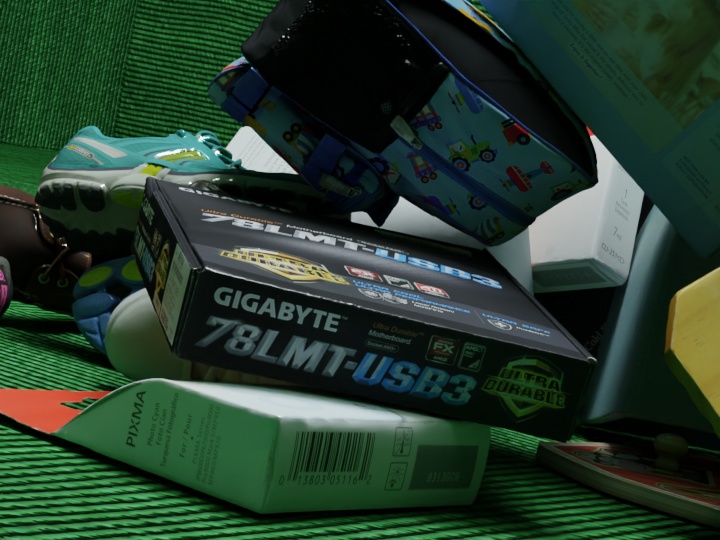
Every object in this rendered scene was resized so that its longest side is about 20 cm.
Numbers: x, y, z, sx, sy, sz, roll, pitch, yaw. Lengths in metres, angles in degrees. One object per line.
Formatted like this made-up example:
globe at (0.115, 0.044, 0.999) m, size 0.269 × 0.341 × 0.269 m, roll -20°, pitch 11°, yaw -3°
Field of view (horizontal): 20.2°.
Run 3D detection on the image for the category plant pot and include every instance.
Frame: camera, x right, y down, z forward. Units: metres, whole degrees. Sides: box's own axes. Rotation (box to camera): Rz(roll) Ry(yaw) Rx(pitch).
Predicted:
plant pot at (0.259, 0.015, 1.260) m, size 0.196 × 0.200 × 0.196 m, roll 11°, pitch -6°, yaw 0°

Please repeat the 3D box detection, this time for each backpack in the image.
backpack at (0.033, -0.090, 1.140) m, size 0.200 × 0.135 × 0.183 m, roll 40°, pitch 10°, yaw -6°

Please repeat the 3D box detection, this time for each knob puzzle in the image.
knob puzzle at (0.199, 0.114, 1.135) m, size 0.219 × 0.031 × 0.220 m, roll 11°, pitch 5°, yaw -1°

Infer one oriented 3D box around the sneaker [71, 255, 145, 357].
sneaker at (-0.077, 0.041, 1.219) m, size 0.199 × 0.071 × 0.083 m, roll 9°, pitch -16°, yaw -1°

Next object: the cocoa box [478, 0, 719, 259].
cocoa box at (0.186, -0.131, 1.107) m, size 0.200 × 0.133 × 0.131 m, roll 50°, pitch 28°, yaw 5°

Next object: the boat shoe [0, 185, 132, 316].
boat shoe at (-0.197, -0.009, 1.304) m, size 0.070 × 0.071 × 0.200 m, roll 10°, pitch -6°, yaw 37°

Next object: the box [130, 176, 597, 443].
box at (-0.007, 0.014, 1.009) m, size 0.200 × 0.050 × 0.199 m, roll 13°, pitch 13°, yaw -15°

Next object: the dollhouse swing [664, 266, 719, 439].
dollhouse swing at (0.266, 0.063, 1.071) m, size 0.200 × 0.176 × 0.182 m, roll 55°, pitch -2°, yaw 15°

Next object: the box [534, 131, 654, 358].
box at (0.207, -0.024, 1.427) m, size 0.182 × 0.200 × 0.104 m, roll 43°, pitch 5°, yaw -1°

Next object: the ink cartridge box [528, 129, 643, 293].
ink cartridge box at (0.103, -0.068, 1.366) m, size 0.200 × 0.176 × 0.045 m, roll -6°, pitch -31°, yaw 41°

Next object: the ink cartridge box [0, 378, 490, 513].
ink cartridge box at (-0.063, 0.065, 0.959) m, size 0.200 × 0.047 × 0.160 m, roll 17°, pitch 7°, yaw 37°

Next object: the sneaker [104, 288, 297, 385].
sneaker at (-0.045, 0.048, 1.077) m, size 0.200 × 0.073 × 0.085 m, roll 6°, pitch 15°, yaw 8°

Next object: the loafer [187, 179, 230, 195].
loafer at (-0.019, 0.008, 1.156) m, size 0.200 × 0.072 × 0.073 m, roll 38°, pitch -19°, yaw -5°

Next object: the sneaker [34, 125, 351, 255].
sneaker at (-0.098, -0.053, 1.216) m, size 0.200 × 0.080 × 0.078 m, roll 9°, pitch -40°, yaw 16°

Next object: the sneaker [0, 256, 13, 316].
sneaker at (-0.237, 0.003, 1.144) m, size 0.084 × 0.077 × 0.200 m, roll 6°, pitch 6°, yaw -14°

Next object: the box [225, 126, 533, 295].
box at (0.000, 0.000, 1.285) m, size 0.200 × 0.125 × 0.098 m, roll 13°, pitch 46°, yaw 22°
